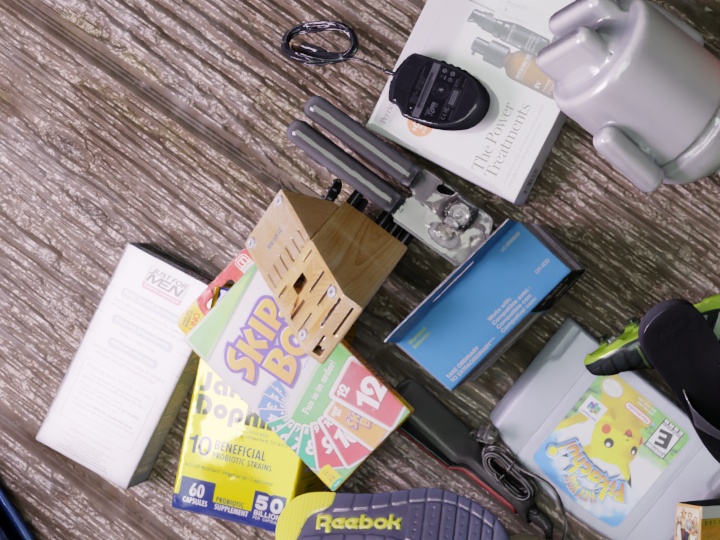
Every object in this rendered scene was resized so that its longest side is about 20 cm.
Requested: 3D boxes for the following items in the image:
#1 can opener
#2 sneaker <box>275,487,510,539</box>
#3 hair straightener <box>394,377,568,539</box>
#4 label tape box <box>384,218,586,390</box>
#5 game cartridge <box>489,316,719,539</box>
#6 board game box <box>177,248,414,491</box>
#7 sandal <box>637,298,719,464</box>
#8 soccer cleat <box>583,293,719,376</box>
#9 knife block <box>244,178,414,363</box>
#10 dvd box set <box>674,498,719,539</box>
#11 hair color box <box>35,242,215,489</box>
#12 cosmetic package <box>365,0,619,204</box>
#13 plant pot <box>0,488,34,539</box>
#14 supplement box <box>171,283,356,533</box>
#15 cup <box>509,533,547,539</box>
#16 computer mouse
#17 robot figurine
[{"bbox_3d":[0.028,-0.078,1.690,0.200,0.067,0.053,36,96,2],"label":"can opener"},{"bbox_3d":[0.033,0.229,1.623,0.200,0.082,0.074,3,56,21],"label":"sneaker"},{"bbox_3d":[0.104,0.166,1.679,0.200,0.077,0.041,44,65,9],"label":"hair straightener"},{"bbox_3d":[0.108,0.029,1.615,0.144,0.200,0.063,-45,82,9],"label":"label tape box"},{"bbox_3d":[0.217,0.153,1.677,0.200,0.040,0.133,39,102,10],"label":"game cartridge"},{"bbox_3d":[-0.059,0.081,1.631,0.200,0.030,0.096,45,97,9],"label":"board game box"},{"bbox_3d":[0.300,0.110,1.598,0.076,0.043,0.200,-44,109,5],"label":"sandal"},{"bbox_3d":[0.289,0.062,1.632,0.200,0.068,0.081,-19,92,-2],"label":"soccer cleat"},{"bbox_3d":[0.000,0.000,1.640,0.064,0.175,0.200,-55,44,25],"label":"knife block"},{"bbox_3d":[0.310,0.288,1.606,0.029,0.146,0.200,4,91,47],"label":"dvd box set"},{"bbox_3d":[-0.203,0.085,1.756,0.099,0.061,0.200,27,97,11],"label":"hair color box"},{"bbox_3d":[0.117,-0.179,1.689,0.151,0.052,0.200,28,96,14],"label":"cosmetic package"},{"bbox_3d":[-0.395,0.280,1.738,0.200,0.180,0.200,-37,84,10],"label":"plant pot"},{"bbox_3d":[-0.083,0.119,1.704,0.109,0.110,0.200,11,92,12],"label":"supplement box"},{"bbox_3d":[0.144,0.308,1.628,0.200,0.200,0.143,-43,63,9],"label":"cup"},{"bbox_3d":[0.022,-0.169,1.675,0.200,0.034,0.059,25,87,20],"label":"computer mouse"},{"bbox_3d":[0.241,-0.148,1.610,0.200,0.113,0.170,35,60,-21],"label":"robot figurine"}]
